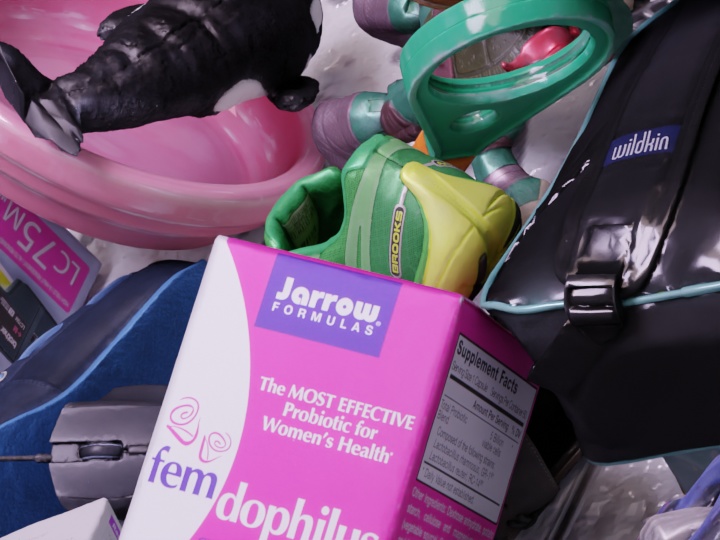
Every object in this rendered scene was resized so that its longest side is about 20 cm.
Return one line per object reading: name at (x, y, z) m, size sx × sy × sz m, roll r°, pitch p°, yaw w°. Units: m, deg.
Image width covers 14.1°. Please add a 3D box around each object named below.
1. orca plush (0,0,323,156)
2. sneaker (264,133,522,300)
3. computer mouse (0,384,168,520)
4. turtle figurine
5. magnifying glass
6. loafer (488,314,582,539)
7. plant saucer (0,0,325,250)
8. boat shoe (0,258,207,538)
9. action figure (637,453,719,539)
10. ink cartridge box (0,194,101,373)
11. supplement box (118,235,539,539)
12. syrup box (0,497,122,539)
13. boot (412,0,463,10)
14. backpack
orca plush at (-0.079, -0.115, 1.272) m, size 0.200 × 0.071 × 0.105 m, roll -14°, pitch 36°, yaw -42°
sneaker at (0.000, 0.000, 1.152) m, size 0.074 × 0.084 × 0.200 m, roll -48°, pitch -2°, yaw -31°
computer mouse at (-0.134, 0.073, 1.187) m, size 0.034 × 0.199 × 0.059 m, roll 128°, pitch 142°, yaw -71°
turtle figurine at (0.067, -0.089, 1.232) m, size 0.200 × 0.101 × 0.150 m, roll 1°, pitch 49°, yaw 49°
magnifying glass at (0.041, -0.058, 1.123) m, size 0.079 × 0.200 × 0.022 m, roll -8°, pitch 71°, yaw -19°
loafer at (0.061, 0.055, 1.107) m, size 0.063 × 0.072 × 0.200 m, roll 22°, pitch 65°, yaw 43°
plant saucer at (-0.115, -0.072, 1.314) m, size 0.051 × 0.200 × 0.201 m, roll -65°, pitch 28°, yaw 27°
boat shoe at (-0.132, 0.074, 1.258) m, size 0.200 × 0.084 × 0.069 m, roll -40°, pitch 26°, yaw -29°
action figure at (0.102, 0.153, 0.866) m, size 0.200 × 0.104 × 0.194 m, roll -52°, pitch 23°, yaw 30°
ink cartridge box at (-0.199, 0.041, 1.297) m, size 0.042 × 0.119 × 0.200 m, roll -9°, pitch 46°, yaw 43°
supplement box at (-0.020, 0.102, 1.027) m, size 0.101 × 0.103 × 0.201 m, roll 13°, pitch 79°, yaw 24°
syrup box at (-0.129, 0.170, 1.080) m, size 0.079 × 0.082 × 0.200 m, roll -21°, pitch 16°, yaw 14°
boot at (0.078, -0.136, 1.079) m, size 0.199 × 0.074 × 0.155 m, roll -15°, pitch 6°, yaw 23°
backpack at (0.160, -0.024, 1.030) m, size 0.175 × 0.153 × 0.200 m, roll -14°, pitch 42°, yaw 37°
